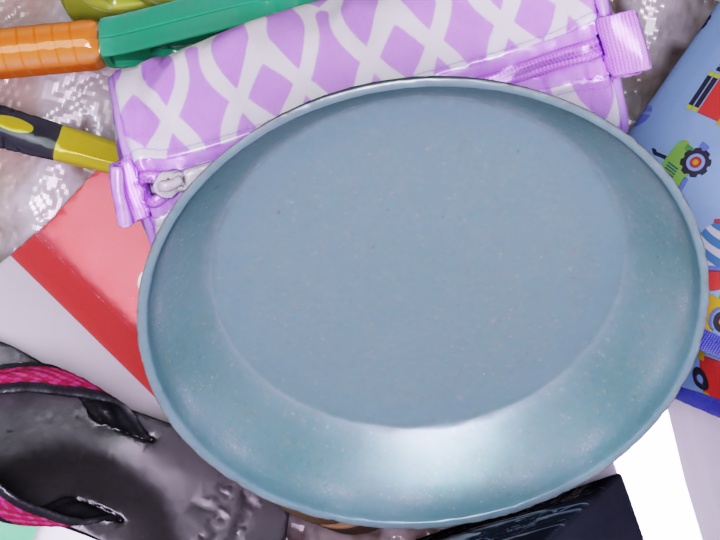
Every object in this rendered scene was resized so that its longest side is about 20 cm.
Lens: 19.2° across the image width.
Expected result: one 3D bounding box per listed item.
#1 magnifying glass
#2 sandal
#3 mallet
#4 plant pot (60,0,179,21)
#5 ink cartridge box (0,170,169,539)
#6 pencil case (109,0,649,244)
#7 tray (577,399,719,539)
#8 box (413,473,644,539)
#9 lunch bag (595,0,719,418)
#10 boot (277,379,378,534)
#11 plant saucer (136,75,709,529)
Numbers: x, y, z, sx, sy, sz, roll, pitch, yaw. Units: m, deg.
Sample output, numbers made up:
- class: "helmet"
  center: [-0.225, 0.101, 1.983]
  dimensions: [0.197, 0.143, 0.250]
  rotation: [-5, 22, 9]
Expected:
- class: "magnifying glass"
  center: [-0.083, -0.094, 0.854]
  dimensions: [0.198, 0.080, 0.023]
  rotation: [-7, 81, 1]
- class: "sandal"
  center: [-0.122, 0.071, 0.838]
  dimensions: [0.198, 0.045, 0.076]
  rotation: [17, 77, -4]
- class: "mallet"
  center: [-0.119, -0.041, 0.872]
  dimensions: [0.198, 0.041, 0.066]
  rotation: [9, 71, 0]
- class: "plant pot"
  center: [-0.040, -0.208, 0.812]
  dimensions: [0.197, 0.181, 0.202]
  rotation: [-5, 90, 3]
- class: "ink cartridge box"
  center: [-0.104, 0.062, 0.879]
  dimensions: [0.161, 0.050, 0.200]
  rotation: [43, 94, 3]
- class: "pencil case"
  center: [0.001, -0.061, 0.782]
  dimensions: [0.198, 0.086, 0.085]
  rotation: [-19, 93, 2]
- class: "tray"
  center: [0.095, 0.066, 0.878]
  dimensions: [0.106, 0.022, 0.202]
  rotation: [-15, 88, 2]
- class: "box"
  center: [0.016, 0.160, 0.779]
  dimensions: [0.181, 0.200, 0.105]
  rotation: [-19, 87, 14]
- class: "lunch bag"
  center: [0.192, -0.009, 0.773]
  dimensions: [0.199, 0.094, 0.151]
  rotation: [26, 76, 44]
- class: "boot"
  center: [0.000, 0.000, 0.840]
  dimensions: [0.073, 0.075, 0.202]
  rotation: [5, 79, 30]
- class: "plant saucer"
  center: [0.021, 0.008, 0.746]
  dimensions: [0.198, 0.036, 0.201]
  rotation: [-2, 129, -2]
